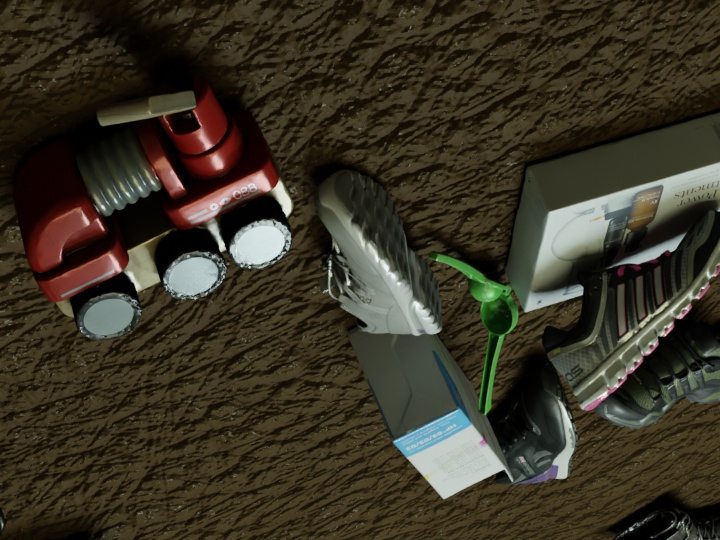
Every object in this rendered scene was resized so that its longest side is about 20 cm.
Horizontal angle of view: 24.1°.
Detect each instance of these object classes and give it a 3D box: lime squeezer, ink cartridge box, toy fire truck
[{"bbox_3d":[0.101,0.032,1.446,0.070,0.038,0.201,-36,136,-16],"label":"lime squeezer"},{"bbox_3d":[0.066,0.125,1.501,0.067,0.116,0.200,-27,149,6],"label":"ink cartridge box"},{"bbox_3d":[-0.149,-0.061,1.087,0.174,0.129,0.201,-24,137,2],"label":"toy fire truck"}]

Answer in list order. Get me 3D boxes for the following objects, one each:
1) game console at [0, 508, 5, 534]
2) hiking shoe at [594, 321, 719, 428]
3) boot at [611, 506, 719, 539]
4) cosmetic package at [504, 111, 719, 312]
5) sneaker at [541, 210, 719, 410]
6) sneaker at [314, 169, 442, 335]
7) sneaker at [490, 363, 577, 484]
[{"bbox_3d":[-0.397,0.199,1.297,0.174,0.117,0.200,4,139,-38],"label":"game console"},{"bbox_3d":[0.307,0.090,1.670,0.198,0.076,0.101,-13,140,-35],"label":"hiking shoe"},{"bbox_3d":[0.414,0.327,2.091,0.199,0.070,0.174,-29,149,13],"label":"boot"},{"bbox_3d":[0.227,-0.049,1.413,0.198,0.052,0.151,-16,151,-13],"label":"cosmetic package"},{"bbox_3d":[0.225,0.017,1.394,0.200,0.087,0.074,-48,174,3],"label":"sneaker"},{"bbox_3d":[0.000,0.000,1.307,0.081,0.075,0.201,-14,142,15],"label":"sneaker"},{"bbox_3d":[0.163,0.165,1.675,0.086,0.076,0.201,-14,148,-4],"label":"sneaker"}]
